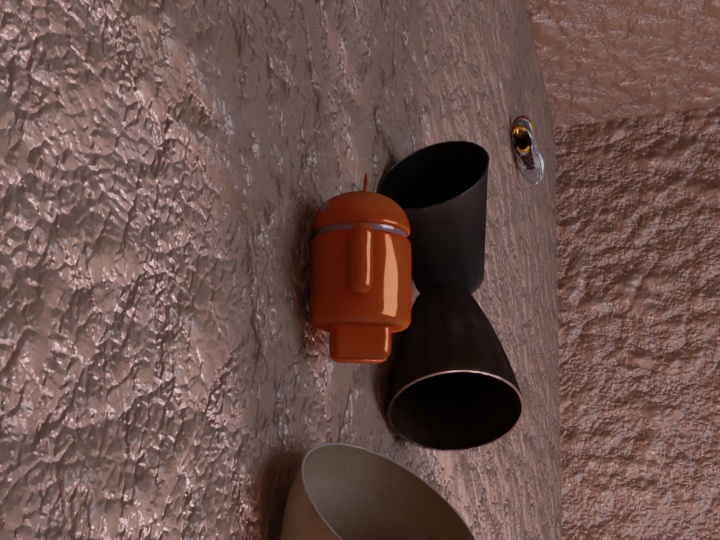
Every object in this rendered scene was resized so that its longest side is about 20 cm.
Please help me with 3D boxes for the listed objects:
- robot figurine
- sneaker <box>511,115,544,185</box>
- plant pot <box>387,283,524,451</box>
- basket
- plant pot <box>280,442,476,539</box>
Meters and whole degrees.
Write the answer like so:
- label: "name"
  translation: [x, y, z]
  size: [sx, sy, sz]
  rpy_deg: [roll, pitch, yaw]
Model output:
- label: "robot figurine"
  translation: [-0.001, 0.000, 0.902]
  size: [0.143, 0.116, 0.202]
  rpy_deg: [16, 72, -53]
- label: "sneaker"
  translation: [0.468, -0.333, 2.308]
  size: [0.201, 0.077, 0.082]
  rpy_deg: [68, 29, -19]
- label: "plant pot"
  translation: [0.129, 0.122, 1.168]
  size: [0.201, 0.185, 0.188]
  rpy_deg: [-90, 162, -44]
- label: "basket"
  translation: [0.123, -0.064, 1.218]
  size: [0.180, 0.136, 0.201]
  rpy_deg: [-36, 135, -24]
- label: "plant pot"
  translation: [0.000, 0.285, 0.783]
  size: [0.135, 0.200, 0.200]
  rpy_deg: [-60, 164, 14]
